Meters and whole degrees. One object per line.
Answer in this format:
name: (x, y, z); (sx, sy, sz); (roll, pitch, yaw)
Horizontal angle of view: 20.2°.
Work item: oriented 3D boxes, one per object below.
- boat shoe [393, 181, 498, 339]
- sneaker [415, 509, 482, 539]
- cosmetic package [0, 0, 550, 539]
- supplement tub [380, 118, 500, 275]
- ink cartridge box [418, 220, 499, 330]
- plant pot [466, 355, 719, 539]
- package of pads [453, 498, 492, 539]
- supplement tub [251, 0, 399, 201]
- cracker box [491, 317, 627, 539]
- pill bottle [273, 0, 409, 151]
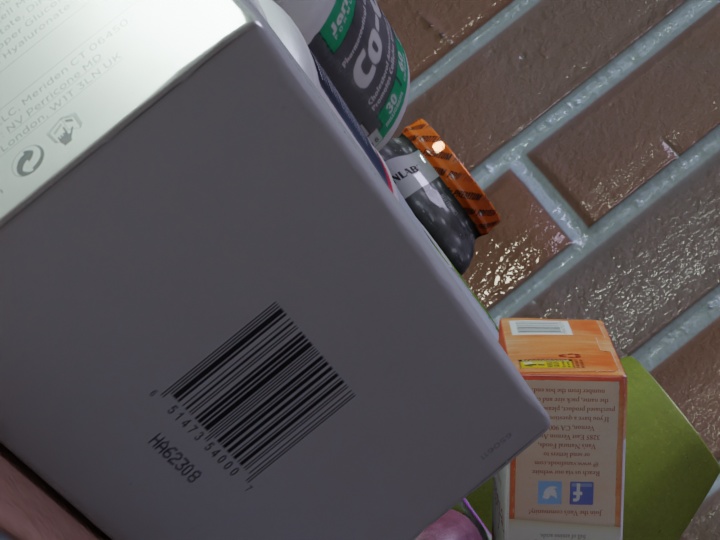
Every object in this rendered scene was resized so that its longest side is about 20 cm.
boat shoe: (0.000, 0.000, 1.044); (0.201, 0.065, 0.074); (56, 24, 3)
sneaker: (0.006, 0.119, 0.851); (0.090, 0.075, 0.200); (44, -8, 10)
cosmetic package: (-0.070, -0.026, 0.608); (0.200, 0.123, 0.200); (50, -1, 43)
supplement tub: (-0.005, -0.011, 1.462); (0.123, 0.200, 0.123); (51, 1, -1)
ink cartridge box: (-0.015, 0.019, 1.304); (0.076, 0.148, 0.200); (53, 2, 35)
plant pot: (0.121, 0.151, 1.279); (0.187, 0.200, 0.187); (51, 0, 0)
package of pads: (0.008, 0.114, 1.108); (0.200, 0.068, 0.155); (52, -1, 37)
supplement tub: (-0.071, -0.046, 0.901); (0.141, 0.140, 0.200); (52, 0, 28)
cracker box: (0.091, 0.133, 0.962); (0.134, 0.057, 0.201); (-79, 169, -81)
pill bottle: (-0.052, -0.136, 1.088); (0.113, 0.113, 0.200); (52, 1, 27)
